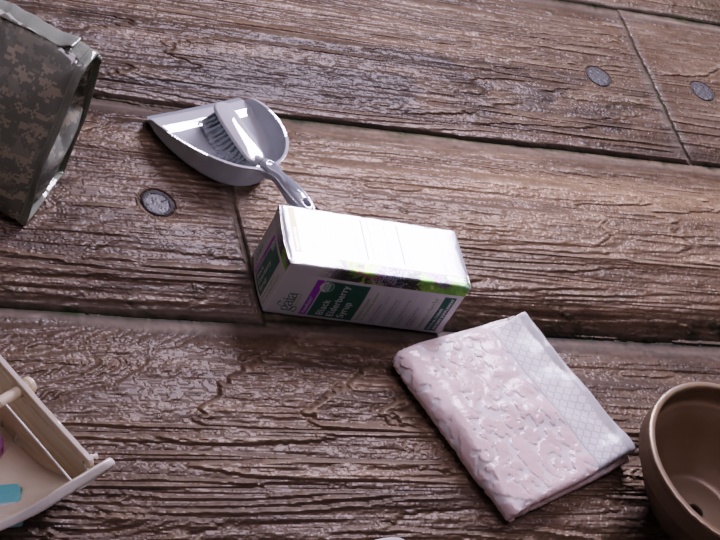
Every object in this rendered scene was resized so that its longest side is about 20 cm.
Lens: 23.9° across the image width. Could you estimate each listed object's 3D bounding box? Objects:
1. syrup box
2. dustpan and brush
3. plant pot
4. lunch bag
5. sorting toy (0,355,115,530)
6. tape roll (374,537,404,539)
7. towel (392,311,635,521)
[{"bbox_3d":[0.000,0.000,1.697,0.199,0.079,0.082,7,48,-24],"label":"syrup box"},{"bbox_3d":[-0.112,-0.117,1.755,0.139,0.057,0.200,-17,61,-40],"label":"dustpan and brush"},{"bbox_3d":[0.351,0.217,1.686,0.200,0.093,0.201,17,44,-17],"label":"plant pot"},{"bbox_3d":[-0.336,-0.172,1.575,0.164,0.200,0.118,28,43,-2],"label":"lunch bag"},{"bbox_3d":[-0.333,0.149,1.358,0.200,0.107,0.180,46,51,15],"label":"sorting toy"},{"bbox_3d":[-0.010,0.318,1.301,0.202,0.203,0.139,-16,60,-39],"label":"tape roll"},{"bbox_3d":[0.154,0.138,1.692,0.190,0.032,0.200,-17,60,-39],"label":"towel"}]
